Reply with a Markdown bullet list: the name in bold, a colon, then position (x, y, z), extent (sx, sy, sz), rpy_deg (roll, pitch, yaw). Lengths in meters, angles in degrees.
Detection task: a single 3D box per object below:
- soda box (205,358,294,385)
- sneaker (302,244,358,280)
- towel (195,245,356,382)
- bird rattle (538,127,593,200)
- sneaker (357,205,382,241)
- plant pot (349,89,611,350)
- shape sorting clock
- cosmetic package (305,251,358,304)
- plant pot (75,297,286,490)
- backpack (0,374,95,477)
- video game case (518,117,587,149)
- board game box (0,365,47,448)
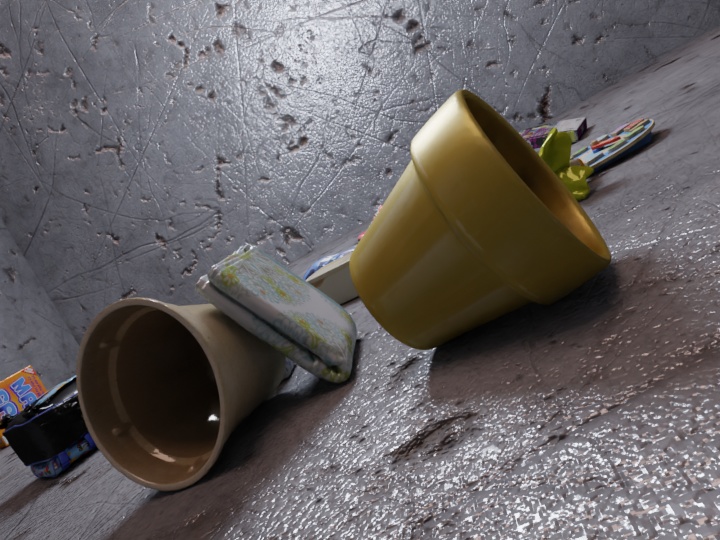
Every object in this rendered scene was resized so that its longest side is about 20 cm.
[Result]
- **soda box**: position (-0.193, 0.157, 0.806), extent (0.198, 0.064, 0.068), rpy_deg (-29, 8, 8)
- **sneaker**: position (-0.054, -0.001, 1.293), extent (0.198, 0.075, 0.082), rpy_deg (-28, 9, 16)
- **towel**: position (-0.092, 0.049, 0.690), extent (0.048, 0.199, 0.171), rpy_deg (-54, 4, 12)
- **bird rattle**: position (0.283, -0.127, 0.913), extent (0.162, 0.114, 0.200), rpy_deg (-20, -14, -45)
- **sneaker**: position (0.065, -0.160, 1.823), extent (0.198, 0.088, 0.074), rpy_deg (-32, 7, -14)
- **plant pot**: position (0.096, -0.029, 0.536), extent (0.189, 0.201, 0.201), rpy_deg (-43, 1, 26)
- **shape sorting clock**: position (0.427, -0.215, 1.016), extent (0.198, 0.040, 0.200), rpy_deg (-29, 7, 4)
- **cosmetic package**: position (0.000, 0.000, 1.082), extent (0.198, 0.072, 0.105), rpy_deg (-25, 9, 27)
- **plant pot**: position (-0.187, 0.116, 0.662), extent (0.198, 0.203, 0.183), rpy_deg (-26, -2, 23)
- **backpack**: position (-0.541, 0.274, 1.071), extent (0.181, 0.136, 0.200), rpy_deg (-23, 10, 39)
- **video game case**: position (0.515, -0.371, 1.546), extent (0.179, 0.036, 0.200), rpy_deg (-5, 20, 30)
- **board game box**: position (-1.256, 0.496, 2.035), extent (0.199, 0.202, 0.199), rpy_deg (-23, 9, 42)
